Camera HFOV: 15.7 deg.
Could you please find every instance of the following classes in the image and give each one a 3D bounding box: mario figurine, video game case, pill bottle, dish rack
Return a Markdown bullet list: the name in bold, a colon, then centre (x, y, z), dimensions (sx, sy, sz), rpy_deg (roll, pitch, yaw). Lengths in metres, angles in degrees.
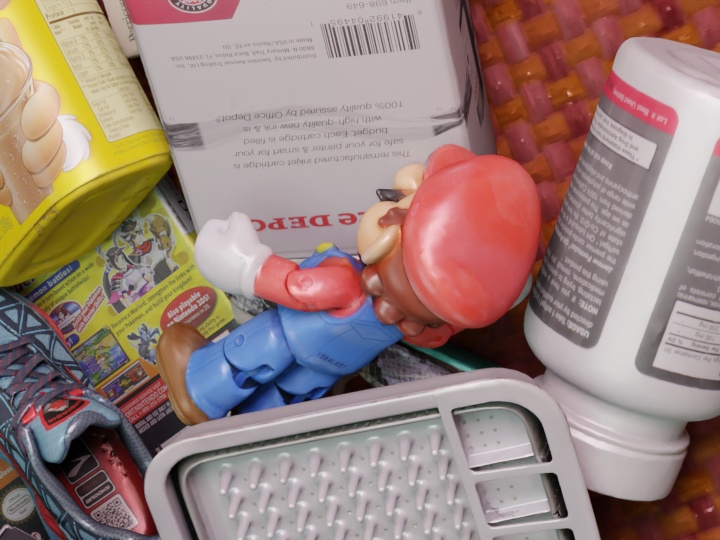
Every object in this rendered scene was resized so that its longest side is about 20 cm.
- **mario figurine**: centre (0.000, 0.000, 1.211), dimensions (0.199, 0.123, 0.106), rpy_deg (-32, 86, 29)
- **video game case**: centre (-0.139, 0.061, 1.383), dimensions (0.200, 0.025, 0.181), rpy_deg (-36, 86, 23)
- **pill bottle**: centre (0.141, 0.001, 1.223), dimensions (0.110, 0.111, 0.201), rpy_deg (23, 106, 15)
- **dish rack**: centre (0.012, 0.121, 1.221), dimensions (0.198, 0.044, 0.173), rpy_deg (-12, 123, 10)

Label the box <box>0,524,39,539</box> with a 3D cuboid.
- **box**: centre (-0.110, 0.233, 1.346), dimensions (0.199, 0.044, 0.161), rpy_deg (25, 143, 15)

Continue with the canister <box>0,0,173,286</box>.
- **canister**: centre (-0.183, -0.109, 1.300), dimensions (0.201, 0.086, 0.148), rpy_deg (62, 145, 9)

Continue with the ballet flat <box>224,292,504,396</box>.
- **ballet flat**: centre (-0.012, 0.039, 1.306), dimensions (0.199, 0.072, 0.072), rpy_deg (31, 108, 12)

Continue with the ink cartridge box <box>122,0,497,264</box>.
- **ink cartridge box**: centre (-0.020, -0.100, 1.217), dimensions (0.144, 0.085, 0.201), rpy_deg (-3, 134, 11)

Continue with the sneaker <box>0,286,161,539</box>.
- **sneaker**: centre (-0.153, 0.070, 1.317), dimensions (0.079, 0.096, 0.200), rpy_deg (-42, 90, -23)

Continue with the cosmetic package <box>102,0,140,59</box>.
- **cosmetic package**: centre (-0.035, -0.181, 1.277), dimensions (0.199, 0.071, 0.106), rpy_deg (-17, 94, 22)
